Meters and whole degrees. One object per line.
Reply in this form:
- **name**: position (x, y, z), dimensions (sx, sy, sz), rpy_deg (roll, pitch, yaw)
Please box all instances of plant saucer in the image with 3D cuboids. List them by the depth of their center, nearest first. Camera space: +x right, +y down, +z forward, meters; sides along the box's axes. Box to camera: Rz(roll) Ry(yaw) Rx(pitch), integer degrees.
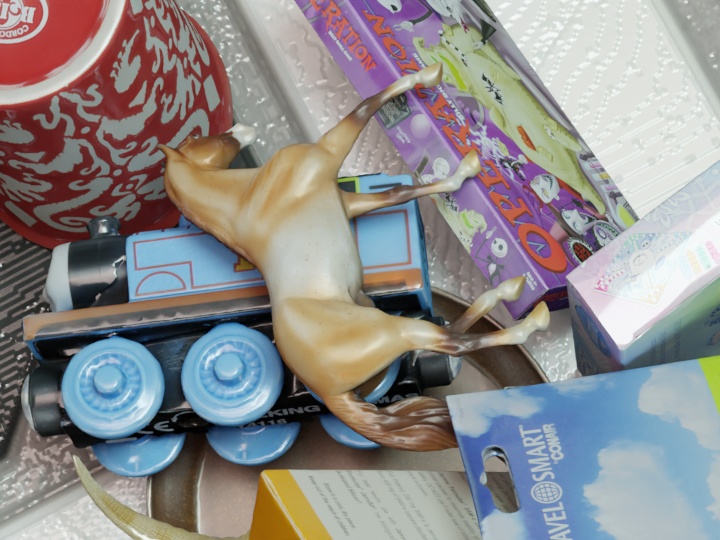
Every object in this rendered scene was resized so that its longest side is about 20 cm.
- **plant saucer**: position (0.002, 0.104, 1.339), dimensions (0.199, 0.035, 0.202), rpy_deg (-1, 76, 5)

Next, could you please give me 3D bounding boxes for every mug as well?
- **mug**: position (-0.157, -0.087, 1.318), dimensions (0.177, 0.200, 0.134), rpy_deg (-23, 75, 0)

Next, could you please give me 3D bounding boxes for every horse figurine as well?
- **horse figurine**: position (0.000, 0.000, 1.238), dimensions (0.132, 0.050, 0.201), rpy_deg (-20, 64, -3)

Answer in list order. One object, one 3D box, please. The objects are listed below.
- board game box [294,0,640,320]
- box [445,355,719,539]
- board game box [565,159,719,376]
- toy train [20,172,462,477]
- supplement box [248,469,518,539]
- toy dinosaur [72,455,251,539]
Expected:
- **board game box**: position (0.052, -0.070, 1.335), dimensions (0.032, 0.120, 0.201), rpy_deg (-44, 72, 33)
- **box**: position (0.141, 0.085, 1.154), dimensions (0.199, 0.048, 0.122), rpy_deg (-9, 36, -3)
- **board game box**: position (0.180, -0.020, 1.262), dimensions (0.199, 0.200, 0.043), rpy_deg (-37, 77, -4)
- **toy train**: position (-0.055, 0.024, 1.308), dimensions (0.199, 0.087, 0.115), rpy_deg (-7, 68, 5)
- **supplement box**: position (0.050, 0.155, 1.219), dimensions (0.199, 0.074, 0.127), rpy_deg (2, 113, -21)
- **toy dinosaur**: position (-0.037, 0.146, 1.296), dimensions (0.199, 0.058, 0.102), rpy_deg (10, 65, -1)
